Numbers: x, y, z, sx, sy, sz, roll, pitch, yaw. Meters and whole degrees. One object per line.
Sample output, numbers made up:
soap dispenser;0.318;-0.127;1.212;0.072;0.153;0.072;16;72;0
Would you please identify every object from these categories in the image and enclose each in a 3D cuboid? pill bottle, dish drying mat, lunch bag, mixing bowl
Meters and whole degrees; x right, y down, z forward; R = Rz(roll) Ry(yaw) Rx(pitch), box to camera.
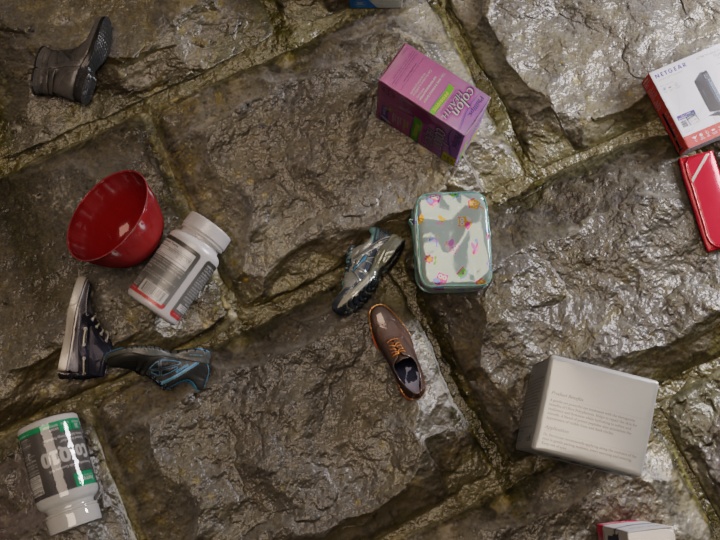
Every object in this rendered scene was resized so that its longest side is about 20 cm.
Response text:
pill bottle;-0.549;0.373;1.621;0.112;0.113;0.201;-20;79;-5
dish drying mat;0.710;-0.142;1.793;0.076;0.018;0.202;-12;78;-4
lunch bag;0.175;-0.058;1.740;0.159;0.077;0.202;-3;78;0
mixing bowl;-0.453;-0.081;1.703;0.199;0.108;0.201;-18;53;25
pill bottle;-0.346;-0.006;1.704;0.113;0.114;0.201;33;79;6

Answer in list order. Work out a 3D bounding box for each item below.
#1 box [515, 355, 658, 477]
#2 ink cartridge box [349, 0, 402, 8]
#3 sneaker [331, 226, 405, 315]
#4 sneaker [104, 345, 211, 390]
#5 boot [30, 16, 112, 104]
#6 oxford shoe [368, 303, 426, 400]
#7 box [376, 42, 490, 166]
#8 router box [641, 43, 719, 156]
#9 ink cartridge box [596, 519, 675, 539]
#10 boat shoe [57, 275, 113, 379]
box;0.406;0.266;1.609;0.197;0.200;0.173;14;80;3
ink cartridge box;0.033;-0.613;1.796;0.115;0.200;0.068;-1;77;0
sneaker;0.000;0.000;1.737;0.086;0.078;0.200;34;72;18
sneaker;-0.384;0.185;1.672;0.198;0.073;0.083;4;82;-11
boot;-0.601;-0.448;1.824;0.131;0.070;0.201;14;74;8
oxford shoe;0.074;0.151;1.695;0.071;0.073;0.201;-27;79;-6
box;0.138;-0.324;1.746;0.199;0.176;0.097;33;79;6
router box;0.713;-0.357;1.824;0.199;0.049;0.181;-23;79;-5
ink cartridge box;0.490;0.522;1.553;0.084;0.200;0.146;-5;77;-2
boat shoe;-0.520;0.115;1.706;0.092;0.075;0.202;9;81;-11
